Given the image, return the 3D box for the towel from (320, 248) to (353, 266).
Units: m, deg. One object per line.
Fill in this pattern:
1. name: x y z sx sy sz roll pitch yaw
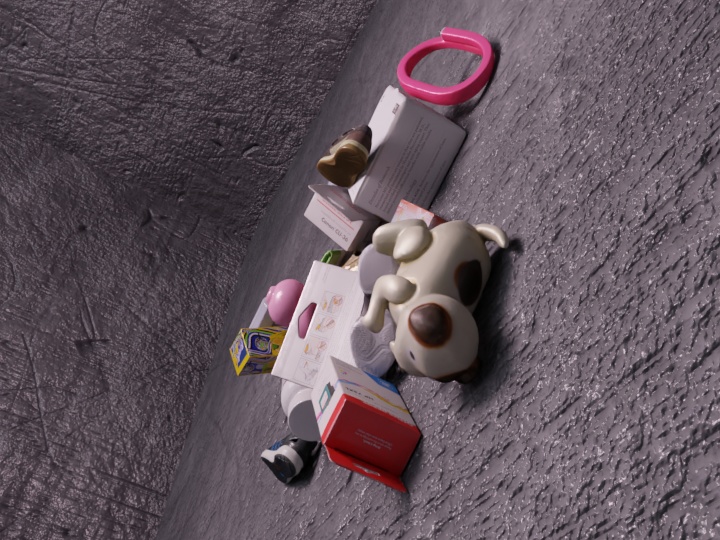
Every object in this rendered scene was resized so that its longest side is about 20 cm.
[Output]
1. towel: -0.055 0.018 1.388 0.152 0.030 0.199 -63 -18 13

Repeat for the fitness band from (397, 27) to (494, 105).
1. fitness band: 0.151 -0.363 1.247 0.144 0.038 0.198 -50 45 -10

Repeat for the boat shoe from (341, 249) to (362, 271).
1. boat shoe: 0.000 0.000 1.243 0.197 0.071 0.078 -27 57 29

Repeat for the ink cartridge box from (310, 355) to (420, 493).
1. ink cartridge box: 0.006 0.195 0.922 0.069 0.114 0.200 -62 16 7

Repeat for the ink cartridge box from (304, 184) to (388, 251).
1. ink cartridge box: -0.023 -0.097 1.293 0.069 0.116 0.199 -58 -21 18

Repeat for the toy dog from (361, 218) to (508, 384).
1. toy dog: 0.097 0.046 0.848 0.189 0.141 0.203 -15 38 23

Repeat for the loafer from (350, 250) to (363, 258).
1. loafer: -0.026 0.047 1.337 0.201 0.075 0.068 -50 35 19

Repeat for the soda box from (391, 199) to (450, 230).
1. soda box: 0.098 -0.056 1.085 0.070 0.062 0.200 -64 14 7

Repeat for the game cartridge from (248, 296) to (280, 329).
1. game cartridge: -0.142 0.115 1.449 0.041 0.197 0.136 39 109 40

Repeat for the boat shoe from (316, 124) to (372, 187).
1. boat shoe: -0.021 -0.198 1.223 0.066 0.073 0.199 -58 15 -14

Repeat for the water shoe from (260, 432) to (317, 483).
1. water shoe: -0.127 0.343 1.311 0.079 0.072 0.200 -41 2 -25

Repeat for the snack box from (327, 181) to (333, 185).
1. snack box: 0.006 -0.207 1.519 0.166 0.068 0.203 -29 32 34

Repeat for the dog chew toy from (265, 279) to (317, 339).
1. dog chew toy: -0.067 0.080 1.189 0.127 0.196 0.125 -61 10 19

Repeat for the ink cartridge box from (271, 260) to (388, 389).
1. ink cartridge box: -0.027 0.100 1.107 0.205 0.172 0.045 -69 -27 -15

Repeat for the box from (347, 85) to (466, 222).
1. box: 0.072 -0.206 1.276 0.204 0.128 0.200 -62 15 15

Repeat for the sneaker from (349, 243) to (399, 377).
1. sneaker: 0.036 0.048 1.032 0.114 0.073 0.206 -45 -38 -64

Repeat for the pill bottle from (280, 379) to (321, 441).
1. pill bottle: -0.086 0.205 1.247 0.114 0.110 0.201 -60 16 21

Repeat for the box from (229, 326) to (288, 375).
1. box: -0.150 0.155 1.379 0.070 0.195 0.065 -53 51 40
